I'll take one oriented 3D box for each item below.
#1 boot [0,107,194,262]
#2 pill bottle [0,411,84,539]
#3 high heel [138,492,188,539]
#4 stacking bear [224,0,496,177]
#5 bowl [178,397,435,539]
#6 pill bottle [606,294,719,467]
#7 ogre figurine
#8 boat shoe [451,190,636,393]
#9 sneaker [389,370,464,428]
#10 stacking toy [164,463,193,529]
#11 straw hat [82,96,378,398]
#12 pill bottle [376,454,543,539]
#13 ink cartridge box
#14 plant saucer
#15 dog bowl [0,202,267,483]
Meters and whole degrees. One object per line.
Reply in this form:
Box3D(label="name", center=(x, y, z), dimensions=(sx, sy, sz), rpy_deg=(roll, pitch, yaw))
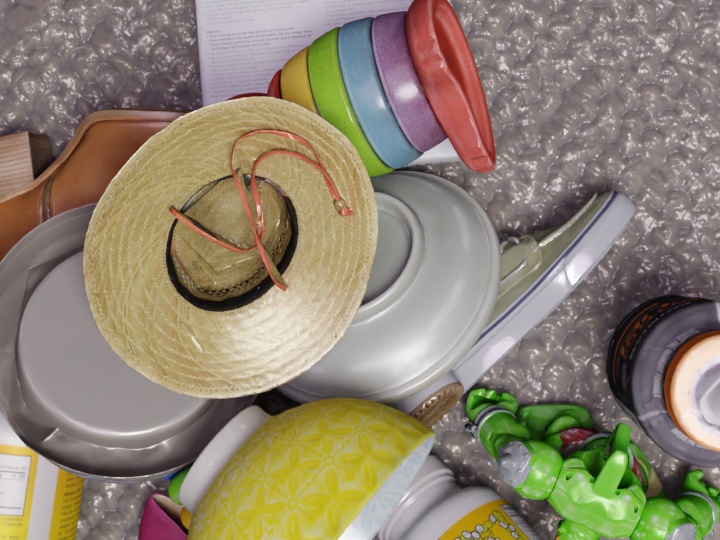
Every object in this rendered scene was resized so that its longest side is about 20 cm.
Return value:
Box3D(label="boot", center=(-0.191, -0.038, 0.899), dimensions=(0.197, 0.074, 0.157), rpy_deg=(-11, 90, 21))
Box3D(label="pill bottle", center=(-0.264, 0.156, 0.888), dimensions=(0.111, 0.113, 0.203), rpy_deg=(9, 92, 6))
Box3D(label="high heel", center=(-0.074, 0.223, 0.893), dimensions=(0.197, 0.067, 0.097), rpy_deg=(3, 101, 19))
Box3D(label="stacking bear", center=(-0.019, -0.108, 0.824), dimensions=(0.198, 0.114, 0.122), rpy_deg=(-19, 127, 17))
Box3D(label="bowl", center=(-0.052, 0.151, 0.755), dimensions=(0.107, 0.200, 0.201), rpy_deg=(37, 94, 12))
Box3D(label="pill bottle", center=(0.228, 0.072, 0.793), dimensions=(0.105, 0.200, 0.108), rpy_deg=(0, 90, 5))
Box3D(label="ogre figurine", center=(0.165, 0.146, 0.837), dimensions=(0.200, 0.120, 0.098), rpy_deg=(43, 105, 3))
Box3D(label="boat shoe", center=(0.117, 0.008, 0.870), dimensions=(0.062, 0.072, 0.200), rpy_deg=(45, 97, 4))
Box3D(label="sneaker", center=(-0.023, 0.108, 0.887), dimensions=(0.200, 0.070, 0.109), rpy_deg=(-44, 68, 20))
Box3D(label="stacking toy", center=(-0.107, 0.157, 0.866), dimensions=(0.085, 0.085, 0.202), rpy_deg=(-25, 75, 5))
Box3D(label="straw hat", center=(-0.087, -0.024, 0.781), dimensions=(0.198, 0.085, 0.204), rpy_deg=(-6, 112, -15))
Box3D(label="pill bottle", center=(0.092, 0.226, 0.831), dimensions=(0.104, 0.104, 0.200), rpy_deg=(-48, 59, 4))
Box3D(label="ink cartridge box", center=(-0.026, -0.175, 0.896), dimensions=(0.193, 0.043, 0.203), rpy_deg=(-4, 90, 7))
Box3D(label="plant saucer", center=(0.000, 0.000, 0.837), dimensions=(0.198, 0.050, 0.202), rpy_deg=(-12, 52, 16))
Box3D(label="dog bowl", center=(-0.162, 0.053, 0.815), dimensions=(0.197, 0.059, 0.203), rpy_deg=(5, 63, -9))
